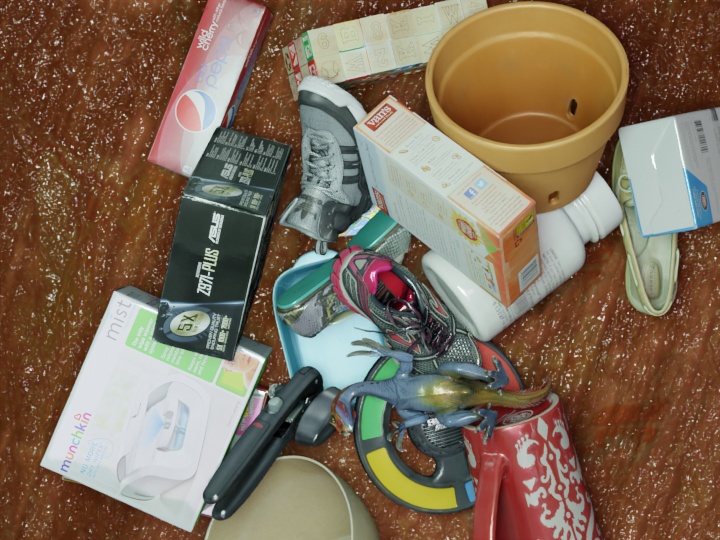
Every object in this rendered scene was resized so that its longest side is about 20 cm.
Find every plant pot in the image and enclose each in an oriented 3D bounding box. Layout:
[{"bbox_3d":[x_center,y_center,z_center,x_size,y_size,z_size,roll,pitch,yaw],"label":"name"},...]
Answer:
[{"bbox_3d":[0.169,-0.153,1.527,0.199,0.140,0.201,-4,53,5],"label":"plant pot"},{"bbox_3d":[-0.052,0.312,1.600,0.199,0.134,0.201,-17,58,30],"label":"plant pot"}]

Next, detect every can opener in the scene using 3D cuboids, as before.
[{"bbox_3d":[-0.096,0.175,1.568,0.200,0.078,0.064,-43,125,-33],"label":"can opener"}]

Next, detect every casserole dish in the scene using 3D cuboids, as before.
[{"bbox_3d":[-0.024,0.075,1.651,0.120,0.039,0.201,-15,91,3],"label":"casserole dish"}]

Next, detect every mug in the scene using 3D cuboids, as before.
[{"bbox_3d":[0.178,0.243,1.564,0.133,0.178,0.201,-13,101,9],"label":"mug"}]

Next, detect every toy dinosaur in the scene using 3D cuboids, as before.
[{"bbox_3d":[0.064,0.140,1.548,0.181,0.199,0.106,-5,73,44],"label":"toy dinosaur"}]

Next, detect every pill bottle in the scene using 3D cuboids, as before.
[{"bbox_3d":[0.173,-0.027,1.597,0.200,0.114,0.115,-37,90,-6],"label":"pill bottle"}]

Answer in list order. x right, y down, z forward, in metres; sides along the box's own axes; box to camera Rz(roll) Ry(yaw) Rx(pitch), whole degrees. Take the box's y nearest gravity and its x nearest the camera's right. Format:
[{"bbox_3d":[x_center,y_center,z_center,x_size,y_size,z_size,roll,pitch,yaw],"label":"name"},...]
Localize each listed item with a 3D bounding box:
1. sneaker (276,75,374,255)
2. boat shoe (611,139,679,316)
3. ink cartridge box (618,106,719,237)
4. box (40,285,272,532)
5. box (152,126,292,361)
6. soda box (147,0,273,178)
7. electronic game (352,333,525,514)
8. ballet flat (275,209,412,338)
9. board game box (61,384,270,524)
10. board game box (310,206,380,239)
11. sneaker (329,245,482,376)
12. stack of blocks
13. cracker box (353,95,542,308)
[{"bbox_3d":[-0.038,-0.099,1.541,0.075,0.200,0.114,19,61,27],"label":"sneaker"},{"bbox_3d":[0.310,-0.053,1.620,0.073,0.063,0.202,-1,92,2],"label":"boat shoe"},{"bbox_3d":[0.355,-0.108,1.583,0.068,0.199,0.117,-10,92,39],"label":"ink cartridge box"},{"bbox_3d":[-0.212,0.141,1.592,0.176,0.097,0.201,25,93,-1],"label":"box"},{"bbox_3d":[-0.139,-0.031,1.536,0.086,0.200,0.165,15,116,-1],"label":"box"},{"bbox_3d":[-0.161,-0.199,1.630,0.063,0.070,0.201,21,93,4],"label":"soda box"},{"bbox_3d":[0.088,0.162,1.625,0.199,0.042,0.202,-1,94,-15],"label":"electronic game"},{"bbox_3d":[0.000,0.000,1.601,0.200,0.072,0.072,-41,90,-11],"label":"ballet flat"},{"bbox_3d":[-0.212,0.178,1.660,0.199,0.040,0.154,15,93,2],"label":"board game box"},{"bbox_3d":[0.040,-0.093,1.651,0.199,0.019,0.104,-4,90,2],"label":"board game box"},{"bbox_3d":[0.053,0.055,1.552,0.200,0.075,0.081,39,78,-26],"label":"sneaker"},{"bbox_3d":[0.029,-0.235,1.597,0.199,0.115,0.059,-14,92,-15],"label":"stack of blocks"},{"bbox_3d":[0.087,-0.069,1.495,0.058,0.134,0.200,-43,62,-16],"label":"cracker box"}]
